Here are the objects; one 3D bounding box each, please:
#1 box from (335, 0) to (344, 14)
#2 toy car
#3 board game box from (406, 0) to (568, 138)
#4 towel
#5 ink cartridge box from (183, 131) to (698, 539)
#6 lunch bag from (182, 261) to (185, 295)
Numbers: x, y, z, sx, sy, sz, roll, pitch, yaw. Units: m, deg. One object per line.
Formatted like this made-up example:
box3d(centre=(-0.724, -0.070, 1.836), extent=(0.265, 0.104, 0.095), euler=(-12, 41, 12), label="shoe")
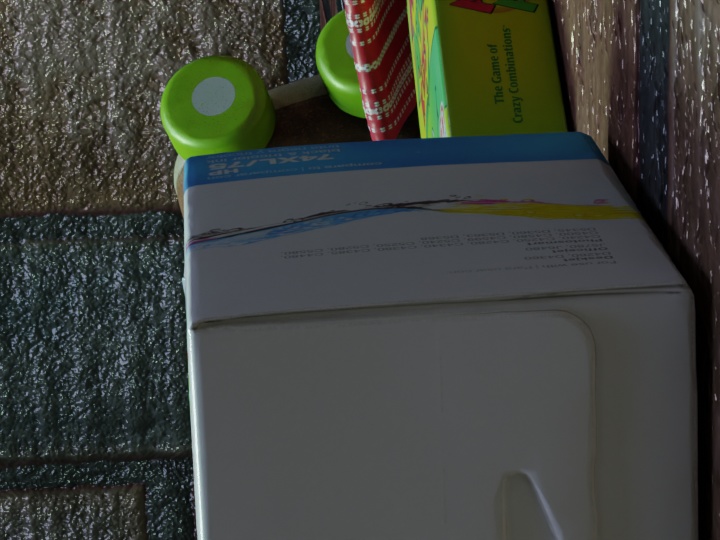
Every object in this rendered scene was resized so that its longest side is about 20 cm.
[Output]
box3d(centre=(0.015, -0.105, 1.575), extent=(0.200, 0.047, 0.194), euler=(-98, -3, -82), label="box")
box3d(centre=(0.000, 0.000, 1.362), extent=(0.164, 0.157, 0.201), euler=(67, -176, -61), label="toy car")
box3d(centre=(0.049, -0.093, 1.119), extent=(0.102, 0.047, 0.201), euler=(90, 176, -50), label="board game box")
box3d(centre=(0.017, -0.176, 1.236), extent=(0.145, 0.022, 0.201), euler=(-58, -36, -55), label="towel")
box3d(centre=(0.020, 0.051, 0.857), extent=(0.200, 0.145, 0.147), euler=(-105, 12, -75), label="ink cartridge box")
box3d(centre=(-0.074, 0.008, 2.417), extent=(0.200, 0.169, 0.128), euler=(131, 137, -85), label="lunch bag")
